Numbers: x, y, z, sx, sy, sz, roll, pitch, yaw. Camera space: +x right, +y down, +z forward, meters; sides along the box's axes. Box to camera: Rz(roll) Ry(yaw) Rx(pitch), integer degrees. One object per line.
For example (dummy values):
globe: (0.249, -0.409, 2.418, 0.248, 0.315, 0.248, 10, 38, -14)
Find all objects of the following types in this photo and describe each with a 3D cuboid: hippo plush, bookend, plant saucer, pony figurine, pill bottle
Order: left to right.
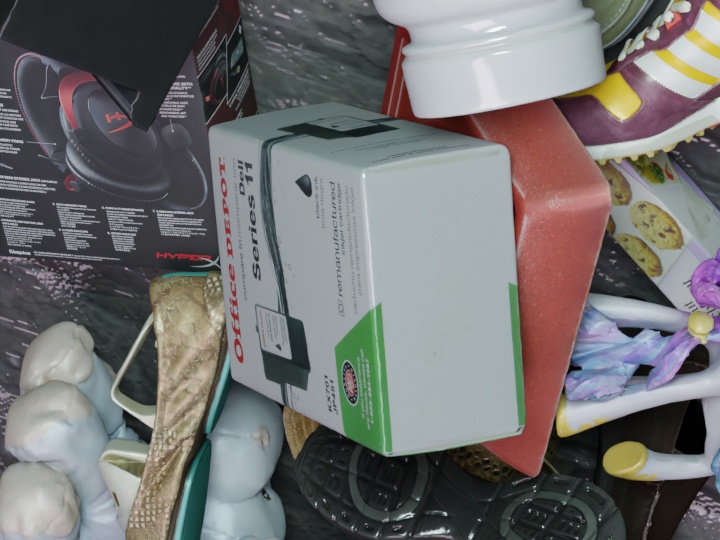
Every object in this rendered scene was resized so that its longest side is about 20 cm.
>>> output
bookend: (-0.151, -0.198, 1.399, 0.198, 0.092, 0.200, 18, 108, -34)
hippo plush: (-0.123, 0.135, 1.710, 0.160, 0.159, 0.201, 6, 95, 2)
plant saucer: (0.053, -0.026, 1.508, 0.037, 0.200, 0.200, -10, 135, -22)
pill bottle: (0.052, -0.179, 1.381, 0.113, 0.113, 0.200, -8, 99, 27)
pony figurine: (0.199, 0.046, 1.495, 0.199, 0.167, 0.193, -2, 148, 8)

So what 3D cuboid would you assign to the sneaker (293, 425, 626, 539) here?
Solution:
sneaker: (0.054, 0.139, 1.581, 0.200, 0.076, 0.091, 21, 157, 26)

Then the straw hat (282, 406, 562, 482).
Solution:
straw hat: (0.063, 0.092, 1.654, 0.201, 0.085, 0.201, 23, 147, 16)

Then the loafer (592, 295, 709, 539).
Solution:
loafer: (0.169, 0.107, 1.636, 0.071, 0.073, 0.200, 9, 130, 14)

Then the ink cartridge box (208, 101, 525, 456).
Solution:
ink cartridge box: (0.000, 0.000, 1.487, 0.200, 0.083, 0.147, -161, 63, -64)

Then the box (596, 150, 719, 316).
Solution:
box: (0.157, -0.031, 1.553, 0.041, 0.039, 0.200, -29, 112, 36)

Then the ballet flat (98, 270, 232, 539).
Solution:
ballet flat: (-0.109, 0.089, 1.621, 0.065, 0.071, 0.200, 15, 106, 5)

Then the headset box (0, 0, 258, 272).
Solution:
headset box: (-0.139, -0.102, 1.589, 0.148, 0.075, 0.200, 4, 129, 18)

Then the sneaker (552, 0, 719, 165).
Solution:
sneaker: (0.168, -0.118, 1.451, 0.200, 0.075, 0.090, -15, 114, 12)

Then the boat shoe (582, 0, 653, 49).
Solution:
boat shoe: (0.122, -0.182, 1.430, 0.072, 0.062, 0.200, 19, 132, 6)
